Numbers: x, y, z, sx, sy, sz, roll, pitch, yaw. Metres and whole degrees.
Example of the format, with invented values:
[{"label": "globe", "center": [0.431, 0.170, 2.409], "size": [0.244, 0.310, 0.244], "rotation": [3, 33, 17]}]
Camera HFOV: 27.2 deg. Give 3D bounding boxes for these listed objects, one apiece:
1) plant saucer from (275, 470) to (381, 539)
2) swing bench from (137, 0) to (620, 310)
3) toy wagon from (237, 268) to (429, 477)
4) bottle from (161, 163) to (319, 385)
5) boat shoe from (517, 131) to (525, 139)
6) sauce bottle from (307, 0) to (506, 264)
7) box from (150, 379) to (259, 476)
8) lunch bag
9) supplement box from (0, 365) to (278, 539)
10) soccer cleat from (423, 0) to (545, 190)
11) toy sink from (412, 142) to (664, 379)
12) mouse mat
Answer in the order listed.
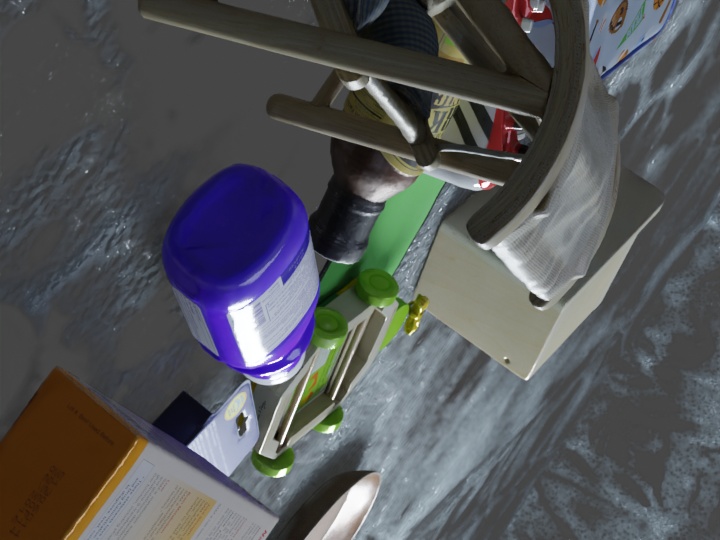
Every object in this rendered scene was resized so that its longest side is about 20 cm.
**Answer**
[{"label": "plant saucer", "center": [-0.051, 0.276, 1.494], "size": [0.200, 0.032, 0.200], "rotation": [-50, 164, -20]}, {"label": "swing bench", "center": [0.037, -0.095, 0.699], "size": [0.130, 0.200, 0.199], "rotation": [-55, 164, 0]}, {"label": "toy wagon", "center": [-0.017, 0.066, 1.138], "size": [0.200, 0.039, 0.156], "rotation": [-37, 157, -47]}, {"label": "bottle", "center": [-0.063, 0.014, 0.873], "size": [0.084, 0.065, 0.200], "rotation": [-50, 163, -15]}, {"label": "boat shoe", "center": [0.106, -0.134, 1.080], "size": [0.200, 0.066, 0.057], "rotation": [-29, 134, -66]}, {"label": "sauce bottle", "center": [0.022, -0.095, 0.903], "size": [0.065, 0.065, 0.201], "rotation": [-29, 150, -56]}, {"label": "box", "center": [-0.144, 0.157, 0.987], "size": [0.200, 0.032, 0.121], "rotation": [-47, 162, -19]}, {"label": "lunch bag", "center": [0.162, -0.204, 1.023], "size": [0.200, 0.075, 0.161], "rotation": [-36, 143, -47]}, {"label": "supplement box", "center": [-0.142, 0.150, 0.847], "size": [0.126, 0.073, 0.200], "rotation": [-53, 152, -7]}, {"label": "soccer cleat", "center": [0.070, -0.149, 0.933], "size": [0.069, 0.085, 0.201], "rotation": [-46, 142, -66]}, {"label": "toy sink", "center": [0.161, -0.018, 1.339], "size": [0.200, 0.130, 0.112], "rotation": [-41, 159, -42]}, {"label": "mouse mat", "center": [0.000, 0.000, 1.133], "size": [0.201, 0.008, 0.161], "rotation": [-61, 163, 19]}]
